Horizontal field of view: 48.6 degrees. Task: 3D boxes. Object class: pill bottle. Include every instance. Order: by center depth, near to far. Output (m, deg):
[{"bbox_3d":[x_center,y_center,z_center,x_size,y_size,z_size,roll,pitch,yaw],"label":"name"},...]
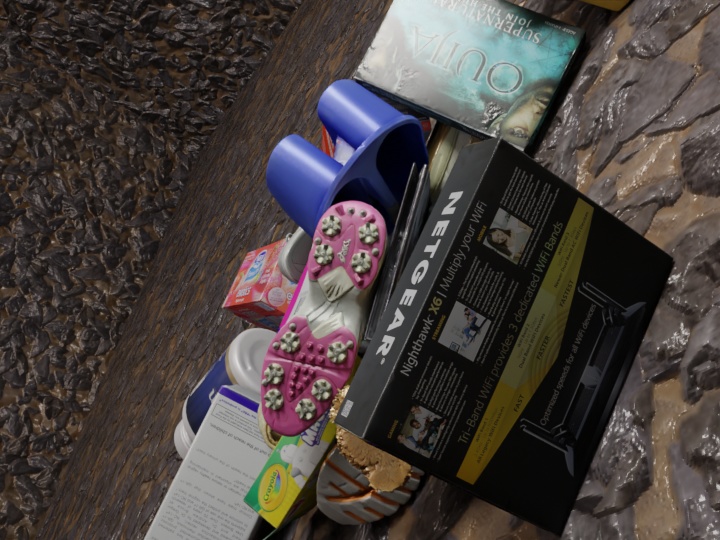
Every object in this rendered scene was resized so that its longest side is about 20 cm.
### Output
[{"bbox_3d":[-0.164,0.176,1.041,0.200,0.110,0.112,-48,23,33],"label":"pill bottle"}]

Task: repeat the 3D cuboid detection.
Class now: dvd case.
[{"bbox_3d":[0.040,-0.007,0.737,0.200,0.016,0.151,34,-108,-82],"label":"dvd case"}]

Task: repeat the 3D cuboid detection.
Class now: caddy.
[{"bbox_3d":[-0.001,-0.081,0.748,0.142,0.105,0.200,-50,-17,-5],"label":"caddy"}]

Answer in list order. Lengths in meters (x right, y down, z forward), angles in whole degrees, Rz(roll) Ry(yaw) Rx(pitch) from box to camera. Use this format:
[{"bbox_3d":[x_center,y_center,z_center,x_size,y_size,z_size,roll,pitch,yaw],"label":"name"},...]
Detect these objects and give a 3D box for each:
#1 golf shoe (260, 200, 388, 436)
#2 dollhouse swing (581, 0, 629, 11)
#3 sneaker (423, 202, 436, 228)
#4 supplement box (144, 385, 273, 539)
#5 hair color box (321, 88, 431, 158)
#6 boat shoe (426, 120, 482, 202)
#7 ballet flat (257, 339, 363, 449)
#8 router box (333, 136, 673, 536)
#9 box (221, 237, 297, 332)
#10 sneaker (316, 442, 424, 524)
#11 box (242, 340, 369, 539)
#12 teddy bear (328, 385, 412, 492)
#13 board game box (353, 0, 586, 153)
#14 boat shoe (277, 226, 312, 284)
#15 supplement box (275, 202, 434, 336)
[{"bbox_3d":[-0.021,0.045,0.677,0.202,0.075,0.091,-67,-15,0],"label":"golf shoe"},{"bbox_3d":[0.231,-0.386,0.766,0.201,0.179,0.177,-81,8,-45],"label":"dollhouse swing"},{"bbox_3d":[0.112,-0.041,0.704,0.200,0.079,0.132,-42,28,41],"label":"sneaker"},{"bbox_3d":[-0.145,0.237,0.870,0.101,0.102,0.202,96,-161,-82],"label":"supplement box"},{"bbox_3d":[0.013,-0.150,0.944,0.200,0.109,0.065,107,152,-78],"label":"hair color box"},{"bbox_3d":[0.121,-0.161,0.859,0.202,0.066,0.074,-66,12,-2],"label":"boat shoe"},{"bbox_3d":[-0.038,0.089,0.776,0.202,0.067,0.062,-62,10,11],"label":"ballet flat"},{"bbox_3d":[0.096,0.043,0.513,0.202,0.156,0.052,-63,20,-9],"label":"router box"},{"bbox_3d":[-0.110,0.029,1.124,0.200,0.102,0.096,-13,50,66],"label":"box"},{"bbox_3d":[0.030,0.133,0.694,0.201,0.078,0.077,-55,7,7],"label":"sneaker"},{"bbox_3d":[-0.036,0.162,0.762,0.201,0.048,0.117,-60,-17,6],"label":"box"},{"bbox_3d":[0.070,0.079,0.603,0.201,0.144,0.067,-59,-20,-5],"label":"teddy bear"},{"bbox_3d":[0.108,-0.214,0.810,0.136,0.198,0.028,-62,-19,-3],"label":"board game box"},{"bbox_3d":[-0.041,-0.037,0.991,0.064,0.075,0.202,-19,18,38],"label":"boat shoe"},{"bbox_3d":[0.000,0.000,0.889,0.101,0.103,0.202,-18,48,63],"label":"supplement box"}]
